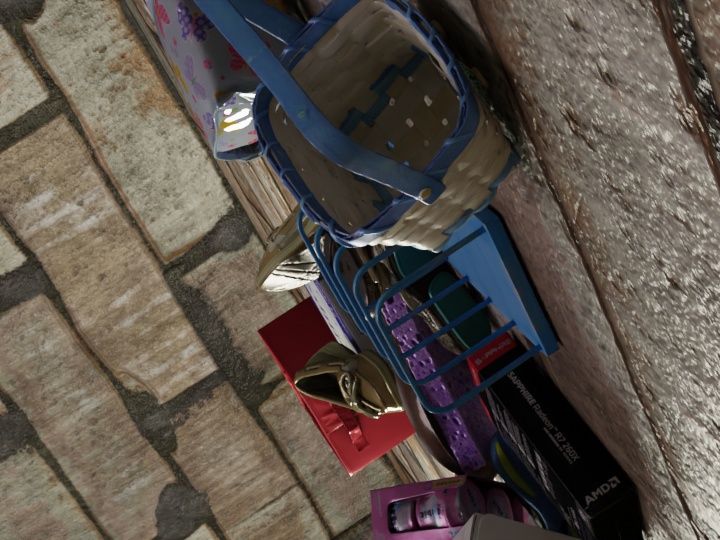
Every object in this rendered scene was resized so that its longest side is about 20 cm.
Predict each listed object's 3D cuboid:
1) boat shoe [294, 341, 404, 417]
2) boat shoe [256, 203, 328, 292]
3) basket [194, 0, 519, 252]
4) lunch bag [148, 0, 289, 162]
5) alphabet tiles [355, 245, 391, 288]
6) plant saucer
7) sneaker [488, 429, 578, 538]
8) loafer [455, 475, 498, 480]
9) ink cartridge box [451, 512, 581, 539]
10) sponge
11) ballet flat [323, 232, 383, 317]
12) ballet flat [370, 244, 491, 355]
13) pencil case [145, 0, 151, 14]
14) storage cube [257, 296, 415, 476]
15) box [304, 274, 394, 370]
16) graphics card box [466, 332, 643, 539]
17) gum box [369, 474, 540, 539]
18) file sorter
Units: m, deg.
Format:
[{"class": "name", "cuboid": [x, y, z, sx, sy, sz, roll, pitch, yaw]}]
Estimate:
[{"class": "boat shoe", "cuboid": [-0.011, 0.127, 1.640, 0.073, 0.063, 0.200, 62, 162, -20]}, {"class": "boat shoe", "cuboid": [-0.054, -0.048, 1.629, 0.201, 0.073, 0.063, -50, 49, 42]}, {"class": "basket", "cuboid": [-0.006, -0.105, 0.935, 0.200, 0.139, 0.177, 14, -148, -52]}, {"class": "lunch bag", "cuboid": [-0.124, -0.212, 1.432, 0.200, 0.127, 0.170, 116, 131, -72]}, {"class": "alphabet tiles", "cuboid": [-0.008, -0.082, 1.454, 0.200, 0.006, 0.167, -93, -21, -55]}, {"class": "plant saucer", "cuboid": [0.087, 0.134, 1.581, 0.200, 0.032, 0.201, 49, -153, -36]}, {"class": "sneaker", "cuboid": [0.202, 0.238, 1.513, 0.200, 0.071, 0.083, 56, -167, 2]}, {"class": "loafer", "cuboid": [0.117, 0.225, 1.956, 0.072, 0.063, 0.201, 20, 145, 50]}, {"class": "ink cartridge box", "cuboid": [0.144, 0.321, 1.446, 0.200, 0.145, 0.084, 115, 169, -58]}, {"class": "sponge", "cuboid": [0.087, 0.100, 1.537, 0.201, 0.030, 0.112, 63, -159, -2]}, {"class": "ballet flat", "cuboid": [0.000, 0.000, 1.512, 0.200, 0.046, 0.068, -129, 38, -72]}, {"class": "ballet flat", "cuboid": [0.052, 0.000, 1.397, 0.075, 0.068, 0.201, 5, 133, 52]}, {"class": "pencil case", "cuboid": [-0.240, -0.360, 1.872, 0.091, 0.083, 0.200, 56, 174, 37]}, {"class": "storage cube", "cuboid": [-0.003, 0.131, 2.010, 0.171, 0.179, 0.200, 61, 172, -34]}, {"class": "box", "cuboid": [0.019, 0.051, 1.786, 0.185, 0.105, 0.200, 59, 174, -9]}, {"class": "graphics card box", "cuboid": [0.176, 0.162, 1.352, 0.200, 0.051, 0.126, 54, 173, 36]}, {"class": "gum box", "cuboid": [0.104, 0.259, 1.547, 0.200, 0.113, 0.067, 23, -123, -55]}, {"class": "file sorter", "cuboid": [0.047, 0.003, 1.236, 0.139, 0.122, 0.200, 62, 173, -32]}]
